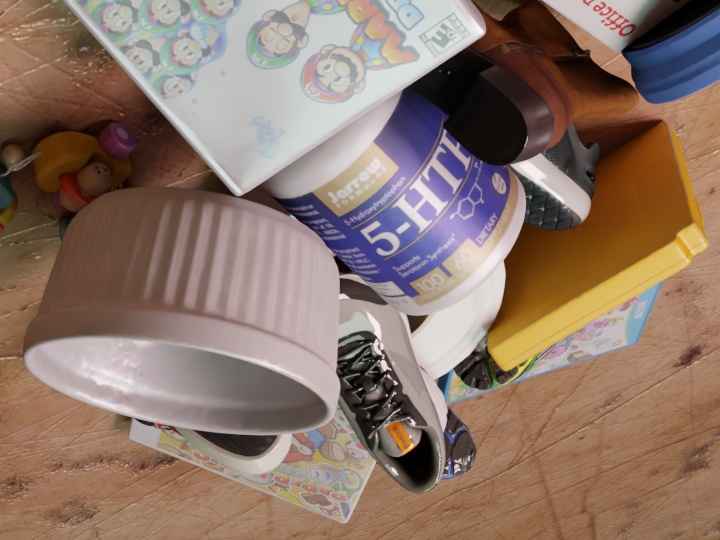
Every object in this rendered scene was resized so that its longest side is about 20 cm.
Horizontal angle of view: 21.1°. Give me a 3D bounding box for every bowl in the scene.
[{"bbox_3d":[0.252,-0.184,1.244,0.200,0.039,0.201,-38,-169,9],"label":"bowl"}]

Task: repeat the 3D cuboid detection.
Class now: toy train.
[{"bbox_3d":[-0.213,-0.029,1.271,0.199,0.056,0.150,-8,149,-28],"label":"toy train"}]

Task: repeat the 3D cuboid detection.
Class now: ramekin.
[{"bbox_3d":[-0.105,0.026,1.218,0.199,0.106,0.200,8,160,3],"label":"ramekin"}]

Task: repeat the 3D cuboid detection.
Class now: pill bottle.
[{"bbox_3d":[0.001,-0.075,1.221,0.119,0.120,0.200,-35,121,23],"label":"pill bottle"}]

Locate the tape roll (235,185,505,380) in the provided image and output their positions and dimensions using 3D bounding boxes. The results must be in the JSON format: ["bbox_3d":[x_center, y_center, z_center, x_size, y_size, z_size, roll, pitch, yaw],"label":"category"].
[{"bbox_3d":[0.000,0.000,1.390,0.201,0.071,0.203,-7,130,-9],"label":"tape roll"}]

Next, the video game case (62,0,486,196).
[{"bbox_3d":[-0.058,-0.159,1.083,0.182,0.024,0.200,-32,119,17],"label":"video game case"}]

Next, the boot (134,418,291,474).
[{"bbox_3d":[-0.120,0.100,1.424,0.072,0.200,0.145,-44,152,-18],"label":"boot"}]

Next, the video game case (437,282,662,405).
[{"bbox_3d":[0.167,0.054,1.709,0.199,0.018,0.143,-17,152,-14],"label":"video game case"}]

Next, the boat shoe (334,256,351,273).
[{"bbox_3d":[-0.029,0.029,1.497,0.072,0.076,0.200,10,137,-43],"label":"boat shoe"}]

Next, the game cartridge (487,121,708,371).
[{"bbox_3d":[0.172,-0.020,1.454,0.176,0.200,0.032,-31,113,17],"label":"game cartridge"}]

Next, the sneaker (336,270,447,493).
[{"bbox_3d":[0.014,0.078,1.359,0.074,0.080,0.200,-25,128,10],"label":"sneaker"}]

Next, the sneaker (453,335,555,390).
[{"bbox_3d":[0.153,0.017,1.596,0.200,0.078,0.085,-43,169,3],"label":"sneaker"}]

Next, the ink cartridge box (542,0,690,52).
[{"bbox_3d":[0.187,-0.237,1.171,0.200,0.083,0.146,-35,151,23],"label":"ink cartridge box"}]

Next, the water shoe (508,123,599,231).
[{"bbox_3d":[0.097,-0.108,1.361,0.071,0.079,0.200,-6,143,40],"label":"water shoe"}]

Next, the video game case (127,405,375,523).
[{"bbox_3d":[-0.082,0.121,1.548,0.199,0.023,0.182,21,144,0],"label":"video game case"}]

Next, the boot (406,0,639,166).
[{"bbox_3d":[0.080,-0.157,1.214,0.069,0.188,0.200,-55,167,29],"label":"boot"}]

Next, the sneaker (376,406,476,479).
[{"bbox_3d":[0.009,0.124,1.615,0.076,0.199,0.078,-68,156,-7],"label":"sneaker"}]
